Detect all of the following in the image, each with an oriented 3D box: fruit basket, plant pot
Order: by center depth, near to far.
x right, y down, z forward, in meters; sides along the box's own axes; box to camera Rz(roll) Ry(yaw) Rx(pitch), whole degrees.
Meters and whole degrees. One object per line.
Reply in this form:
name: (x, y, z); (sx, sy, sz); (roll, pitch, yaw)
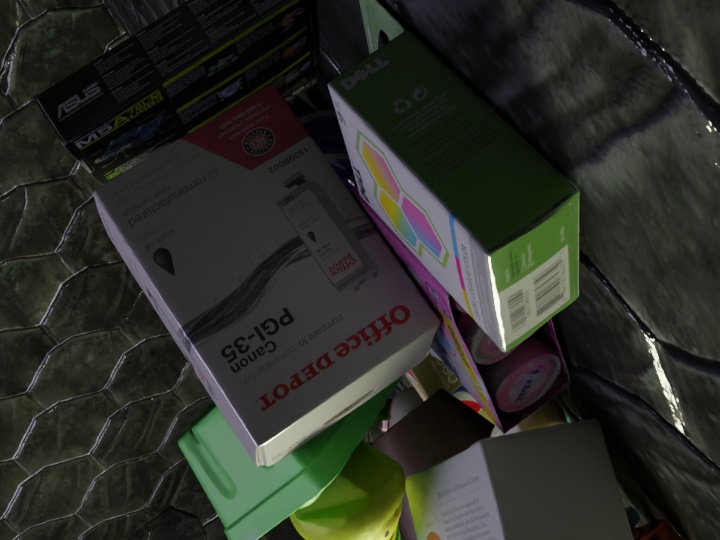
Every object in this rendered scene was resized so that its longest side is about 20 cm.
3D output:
fruit basket: (-0.017, 0.143, 0.839); (0.214, 0.155, 0.217); (26, -137, -27)
plant pot: (0.106, 0.230, 1.110); (0.201, 0.186, 0.187); (52, 174, 7)

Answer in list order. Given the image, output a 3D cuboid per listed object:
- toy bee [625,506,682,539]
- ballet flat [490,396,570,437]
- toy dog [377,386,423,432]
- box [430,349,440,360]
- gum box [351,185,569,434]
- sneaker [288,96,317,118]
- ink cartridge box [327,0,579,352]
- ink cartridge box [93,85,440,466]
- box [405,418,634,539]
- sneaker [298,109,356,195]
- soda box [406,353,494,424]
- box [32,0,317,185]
toy bee: (0.205, 0.257, 0.888); (0.131, 0.108, 0.200); (49, 172, 33)
ballet flat: (0.146, 0.150, 0.965); (0.069, 0.063, 0.200); (51, 173, 17)
toy dog: (0.090, 0.226, 1.493); (0.200, 0.138, 0.196); (-149, 37, -75)
box: (0.047, 0.002, 1.014); (0.201, 0.041, 0.156); (56, 173, -10)
gum box: (0.072, 0.011, 0.742); (0.114, 0.066, 0.201); (50, 173, 38)
sneaker: (-0.113, -0.108, 0.975); (0.100, 0.199, 0.070); (58, 146, 19)
ink cartridge box: (0.037, -0.060, 0.608); (0.200, 0.059, 0.104); (50, 168, 31)
ink cartridge box: (-0.061, 0.004, 0.718); (0.201, 0.146, 0.083); (54, 166, 13)
box: (0.128, 0.232, 0.818); (0.152, 0.105, 0.202); (134, 127, -61)
sneaker: (0.013, -0.038, 0.831); (0.200, 0.080, 0.084); (50, -167, -28)
soda box: (0.088, 0.111, 1.191); (0.201, 0.064, 0.068); (58, 172, -28)
box: (-0.126, -0.136, 0.812); (0.048, 0.199, 0.193); (56, 175, 10)
